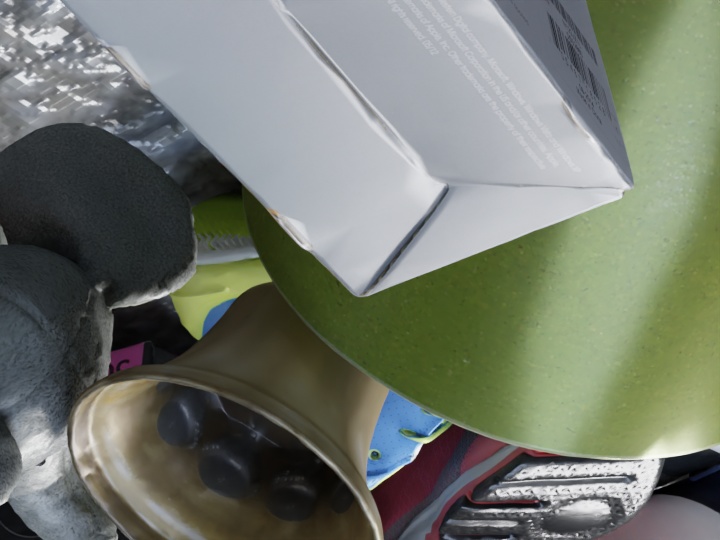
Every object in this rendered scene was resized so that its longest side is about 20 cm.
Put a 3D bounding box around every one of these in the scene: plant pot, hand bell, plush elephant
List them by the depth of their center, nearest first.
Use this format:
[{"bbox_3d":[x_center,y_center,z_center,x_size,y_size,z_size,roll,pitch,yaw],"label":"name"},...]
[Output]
[{"bbox_3d":[0.078,-0.082,0.740,0.187,0.187,0.200,2,132,-19],"label":"plant pot"},{"bbox_3d":[0.000,0.000,0.819,0.104,0.200,0.104,19,141,16],"label":"hand bell"},{"bbox_3d":[-0.133,0.032,0.832,0.165,0.155,0.200,-44,143,-30],"label":"plush elephant"}]

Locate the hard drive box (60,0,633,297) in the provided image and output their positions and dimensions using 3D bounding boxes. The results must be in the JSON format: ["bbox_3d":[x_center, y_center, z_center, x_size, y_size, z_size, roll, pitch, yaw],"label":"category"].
[{"bbox_3d":[-0.015,-0.120,0.604,0.077,0.200,0.156,-21,146,16],"label":"hard drive box"}]

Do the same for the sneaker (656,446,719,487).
[{"bbox_3d":[0.096,0.043,1.012,0.112,0.073,0.200,-31,143,30],"label":"sneaker"}]

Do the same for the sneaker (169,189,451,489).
[{"bbox_3d":[0.032,0.024,0.906,0.199,0.076,0.105,3,115,20],"label":"sneaker"}]

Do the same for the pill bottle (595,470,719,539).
[{"bbox_3d":[0.148,0.143,1.085,0.111,0.111,0.200,-37,165,35],"label":"pill bottle"}]

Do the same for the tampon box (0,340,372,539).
[{"bbox_3d":[-0.088,0.133,1.030,0.150,0.127,0.200,-16,149,27],"label":"tampon box"}]

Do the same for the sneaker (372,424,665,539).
[{"bbox_3d":[0.045,0.071,0.977,0.074,0.087,0.200,4,150,-25],"label":"sneaker"}]
